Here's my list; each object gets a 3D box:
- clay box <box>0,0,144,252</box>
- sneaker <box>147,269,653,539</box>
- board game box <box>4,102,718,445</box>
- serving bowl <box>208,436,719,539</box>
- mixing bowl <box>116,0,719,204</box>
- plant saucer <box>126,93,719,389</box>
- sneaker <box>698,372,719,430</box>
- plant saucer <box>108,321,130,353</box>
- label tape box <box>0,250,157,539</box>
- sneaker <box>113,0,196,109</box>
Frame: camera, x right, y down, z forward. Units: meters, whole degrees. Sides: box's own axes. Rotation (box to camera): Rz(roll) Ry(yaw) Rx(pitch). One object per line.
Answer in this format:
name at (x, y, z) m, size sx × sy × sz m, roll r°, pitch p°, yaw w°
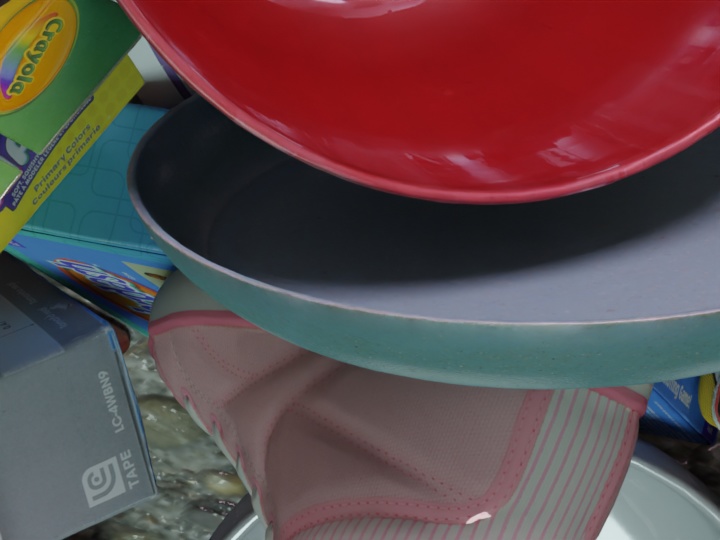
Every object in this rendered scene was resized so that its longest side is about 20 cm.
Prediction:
clay box at (-0.148, -0.042, 0.675) m, size 0.200 × 0.115 × 0.048 m, roll 24°, pitch 157°, yaw 37°
sneaker at (-0.007, 0.056, 0.654) m, size 0.075 × 0.105 × 0.200 m, roll 20°, pitch 170°, yaw -31°
board game box at (0.000, 0.000, 0.753) m, size 0.200 × 0.045 × 0.152 m, roll 10°, pitch 168°, yaw 21°
serving bowl at (0.035, 0.122, 0.799) m, size 0.200 × 0.066 × 0.201 m, roll -1°, pitch 115°, yaw -2°
mixing bowl at (0.010, -0.115, 0.586) m, size 0.200 × 0.201 × 0.108 m, roll 23°, pitch 174°, yaw -18°
plant saucer at (0.046, -0.018, 0.593) m, size 0.200 × 0.200 × 0.027 m, roll 2°, pitch 114°, yaw 9°
sneaker at (0.176, 0.078, 0.763) m, size 0.082 × 0.078 × 0.200 m, roll -12°, pitch 123°, yaw 47°
plant saucer at (-0.220, 0.035, 0.929) m, size 0.199 × 0.037 × 0.200 m, roll 30°, pitch 139°, yaw -26°
label tape box at (-0.184, 0.060, 0.783) m, size 0.200 × 0.143 × 0.066 m, roll -21°, pitch 114°, yaw -22°
sneaker at (-0.036, -0.115, 0.671) m, size 0.114 × 0.073 × 0.200 m, roll -10°, pitch 151°, yaw 20°
